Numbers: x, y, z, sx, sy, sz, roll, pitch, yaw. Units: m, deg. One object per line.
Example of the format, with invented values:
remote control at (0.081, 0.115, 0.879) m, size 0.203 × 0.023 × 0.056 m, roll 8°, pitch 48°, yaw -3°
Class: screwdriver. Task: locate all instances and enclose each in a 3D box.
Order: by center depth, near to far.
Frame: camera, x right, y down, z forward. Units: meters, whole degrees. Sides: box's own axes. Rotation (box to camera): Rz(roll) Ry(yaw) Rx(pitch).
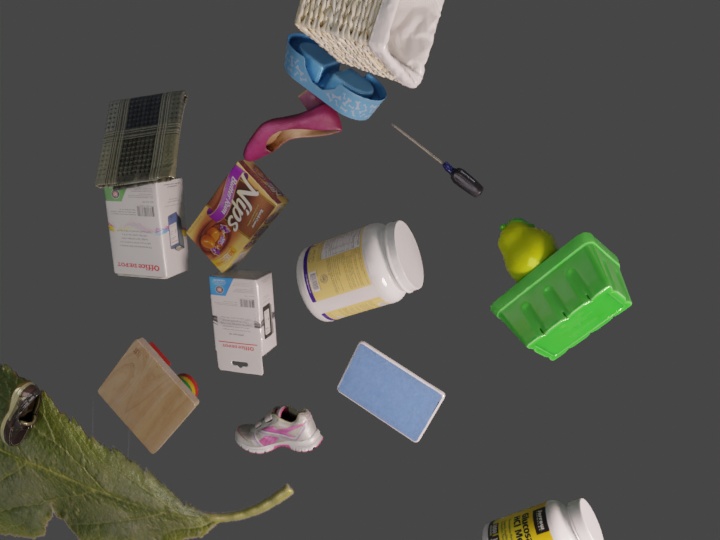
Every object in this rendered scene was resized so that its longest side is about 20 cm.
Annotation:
screwdriver at (0.134, -0.198, 1.015) m, size 0.200 × 0.028 × 0.029 m, roll 44°, pitch 84°, yaw 6°

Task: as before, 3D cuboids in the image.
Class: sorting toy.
sorting toy at (-0.475, 0.279, 1.347) m, size 0.199 × 0.070 × 0.200 m, roll 46°, pitch 114°, yaw 4°

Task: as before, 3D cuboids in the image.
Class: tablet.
tablet at (0.057, 0.242, 1.165) m, size 0.198 × 0.014 × 0.132 m, roll 31°, pitch 113°, yaw 12°

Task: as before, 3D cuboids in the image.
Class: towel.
towel at (-0.436, -0.258, 1.168) m, size 0.189 × 0.035 × 0.204 m, roll -3°, pitch 72°, yaw 17°

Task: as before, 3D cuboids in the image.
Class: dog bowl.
dog bowl at (-0.048, -0.331, 1.007) m, size 0.199 × 0.111 × 0.050 m, roll 37°, pitch 127°, yaw 8°

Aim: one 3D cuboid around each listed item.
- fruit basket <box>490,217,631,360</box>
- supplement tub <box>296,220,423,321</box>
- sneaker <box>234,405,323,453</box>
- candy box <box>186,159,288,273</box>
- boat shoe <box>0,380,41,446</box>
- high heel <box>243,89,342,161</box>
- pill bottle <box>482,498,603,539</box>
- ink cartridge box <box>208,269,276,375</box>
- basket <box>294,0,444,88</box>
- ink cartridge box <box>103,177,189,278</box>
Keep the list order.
fruit basket at (0.308, 0.011, 0.963) m, size 0.214 × 0.154 × 0.219 m, roll -24°, pitch 54°, yaw 38°
supplement tub at (0.000, 0.000, 1.051) m, size 0.197 × 0.145 × 0.148 m, roll -17°, pitch 98°, yaw 23°
sneaker at (-0.179, 0.331, 1.248) m, size 0.196 × 0.081 × 0.090 m, roll -7°, pitch 100°, yaw 14°
candy box at (-0.247, -0.107, 1.167) m, size 0.117 × 0.056 × 0.200 m, roll 46°, pitch 116°, yaw 4°
boat shoe at (-0.885, 0.386, 1.528) m, size 0.064 × 0.073 × 0.203 m, roll 30°, pitch 112°, yaw 16°
high heel at (-0.129, -0.242, 1.076) m, size 0.199 × 0.067 × 0.097 m, roll -37°, pitch 79°, yaw 21°
pill bottle at (0.333, 0.493, 1.072) m, size 0.198 × 0.112 × 0.114 m, roll -32°, pitch 91°, yaw 24°
ink cartridge box at (-0.241, 0.105, 1.213) m, size 0.114 × 0.068 × 0.204 m, roll 4°, pitch 105°, yaw 20°
basket at (0.026, -0.414, 0.892) m, size 0.158 × 0.198 × 0.204 m, roll 19°, pitch 97°, yaw 19°
ink cartridge box at (-0.448, -0.093, 1.229) m, size 0.143 × 0.087 × 0.204 m, roll 4°, pitch 103°, yaw 21°
